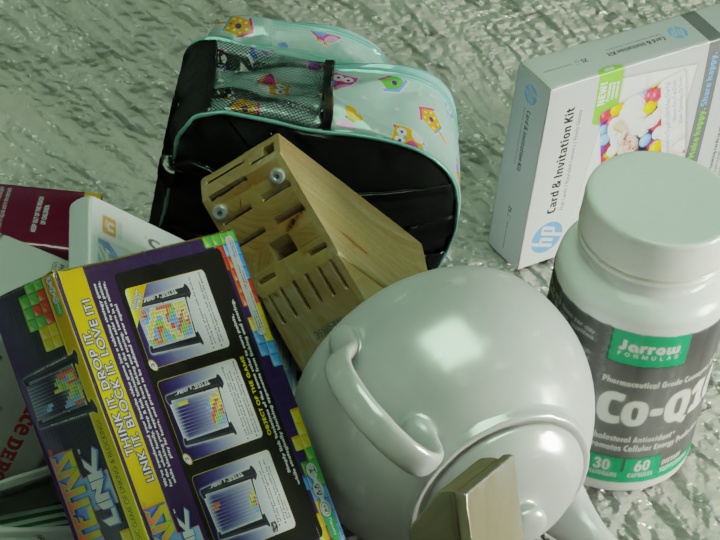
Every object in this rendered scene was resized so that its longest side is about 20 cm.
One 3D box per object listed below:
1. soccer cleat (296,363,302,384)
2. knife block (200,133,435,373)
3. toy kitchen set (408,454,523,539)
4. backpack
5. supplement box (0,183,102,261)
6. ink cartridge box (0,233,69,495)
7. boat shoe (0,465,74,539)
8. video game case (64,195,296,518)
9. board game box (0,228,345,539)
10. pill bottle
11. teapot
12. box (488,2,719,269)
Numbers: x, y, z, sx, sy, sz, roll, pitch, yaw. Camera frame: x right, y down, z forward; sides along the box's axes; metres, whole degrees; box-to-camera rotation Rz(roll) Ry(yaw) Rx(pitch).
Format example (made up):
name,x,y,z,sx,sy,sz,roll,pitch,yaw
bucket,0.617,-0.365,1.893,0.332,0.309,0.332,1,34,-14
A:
name,x,y,z,sx,sy,sz,roll,pitch,yaw
soccer cleat,-0.097,0.058,1.719,0.200,0.069,0.085,32,45,16
knife block,0.000,0.000,1.714,0.200,0.064,0.176,59,23,-2
toy kitchen set,-0.004,0.191,1.497,0.180,0.163,0.200,0,14,26
backpack,-0.031,-0.070,1.802,0.200,0.176,0.153,12,43,-3
supplement box,-0.268,0.006,1.706,0.200,0.110,0.086,6,27,-3
ink cartridge box,-0.264,0.040,1.609,0.200,0.146,0.084,22,41,-10
boat shoe,-0.158,0.143,1.606,0.200,0.067,0.074,-19,47,-29
video game case,-0.102,0.075,1.596,0.182,0.022,0.200,26,52,-44
board game box,-0.104,0.089,1.517,0.165,0.057,0.200,-14,83,-53
pill bottle,0.170,0.031,1.695,0.113,0.200,0.113,5,40,-4
teapot,0.062,0.103,1.598,0.200,0.198,0.146,-14,44,-21
box,0.189,-0.097,1.889,0.200,0.156,0.041,-17,45,-29
